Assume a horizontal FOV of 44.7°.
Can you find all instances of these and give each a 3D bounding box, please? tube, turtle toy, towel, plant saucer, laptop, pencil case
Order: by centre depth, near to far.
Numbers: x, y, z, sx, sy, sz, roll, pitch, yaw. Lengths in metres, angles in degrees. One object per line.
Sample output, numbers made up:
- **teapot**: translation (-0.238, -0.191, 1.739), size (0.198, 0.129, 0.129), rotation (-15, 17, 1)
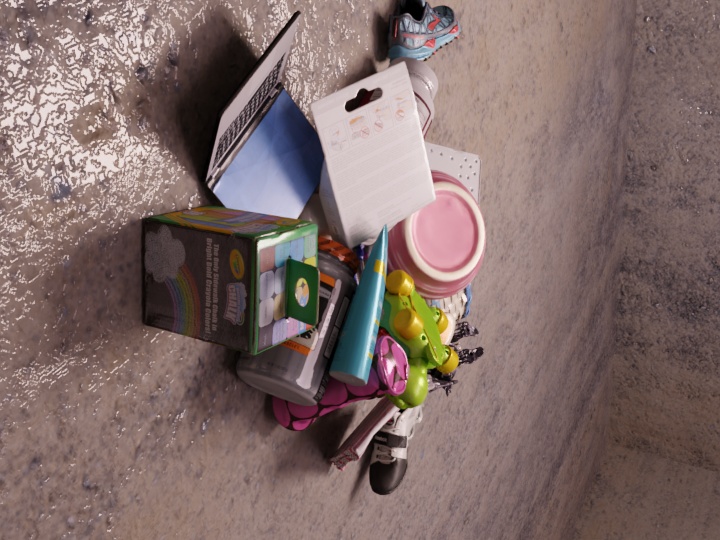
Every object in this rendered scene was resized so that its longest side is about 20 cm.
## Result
- **laptop**: translation (-0.092, -0.156, 1.036), size (0.189, 0.115, 0.201), rotation (-61, -178, -33)
- **tube**: translation (0.008, 0.045, 1.133), size (0.078, 0.049, 0.203), rotation (95, 9, -71)
- **pencil case**: translation (-0.024, 0.157, 1.202), size (0.093, 0.198, 0.092), rotation (39, 41, -37)
- **turtle toy**: translation (0.068, 0.107, 1.279), size (0.146, 0.100, 0.202), rotation (44, 25, -40)
- **plant saucer**: translation (0.119, -0.058, 1.357), size (0.197, 0.051, 0.205), rotation (3, 84, -27)
- **towel**: translation (0.022, 0.243, 1.363), size (0.147, 0.030, 0.200), rotation (-47, 178, -21)

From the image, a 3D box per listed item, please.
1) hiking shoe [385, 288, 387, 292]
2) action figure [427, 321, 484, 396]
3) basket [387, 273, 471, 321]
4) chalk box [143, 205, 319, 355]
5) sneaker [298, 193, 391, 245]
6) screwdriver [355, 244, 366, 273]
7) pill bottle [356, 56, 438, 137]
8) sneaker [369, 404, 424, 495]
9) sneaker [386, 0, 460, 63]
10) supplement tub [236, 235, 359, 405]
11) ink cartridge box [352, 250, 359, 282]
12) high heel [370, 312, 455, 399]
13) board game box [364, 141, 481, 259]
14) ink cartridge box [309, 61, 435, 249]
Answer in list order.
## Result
- **hiking shoe**: translation (0.009, 0.105, 1.384), size (0.200, 0.075, 0.102), rotation (-44, 134, -50)
- **action figure**: translation (0.154, 0.167, 1.667), size (0.200, 0.100, 0.121), rotation (128, -40, -57)
- **basket**: translation (0.131, 0.004, 1.511), size (0.199, 0.138, 0.179), rotation (-39, 135, -37)
- **chalk box**: translation (-0.122, 0.008, 0.952), size (0.123, 0.197, 0.127), rotation (-20, 118, -59)
- **sneaker**: translation (-0.012, -0.083, 1.226), size (0.199, 0.088, 0.077), rotation (-1, 70, -55)
- **screwdriver**: translation (0.000, 0.000, 1.299), size (0.028, 0.029, 0.203), rotation (71, 14, -64)
- **pill bottle**: translation (0.042, -0.212, 1.292), size (0.202, 0.111, 0.114), rotation (-64, 150, -27)
- **sneaker**: translation (0.051, 0.292, 1.549), size (0.089, 0.073, 0.202), rotation (60, 39, -46)
- **sneaker**: translation (0.102, -0.396, 1.380), size (0.200, 0.078, 0.097), rotation (-52, 136, -50)
- **supplement tub**: translation (-0.076, 0.063, 1.149), size (0.123, 0.121, 0.203), rotation (49, 56, -57)
- **ink cartridge box**: translation (-0.016, 0.042, 1.290), size (0.202, 0.038, 0.100), rotation (-98, 174, -48)
- **high heel**: translation (0.070, 0.138, 1.434), size (0.200, 0.096, 0.068), rotation (-46, 104, -19)
- **board game box**: translation (0.101, -0.101, 1.394), size (0.197, 0.026, 0.204), rotation (9, 81, -28)
- **ink cartridge box**: translation (0.011, -0.153, 1.155), size (0.159, 0.047, 0.203), rotation (-29, 118, -26)
